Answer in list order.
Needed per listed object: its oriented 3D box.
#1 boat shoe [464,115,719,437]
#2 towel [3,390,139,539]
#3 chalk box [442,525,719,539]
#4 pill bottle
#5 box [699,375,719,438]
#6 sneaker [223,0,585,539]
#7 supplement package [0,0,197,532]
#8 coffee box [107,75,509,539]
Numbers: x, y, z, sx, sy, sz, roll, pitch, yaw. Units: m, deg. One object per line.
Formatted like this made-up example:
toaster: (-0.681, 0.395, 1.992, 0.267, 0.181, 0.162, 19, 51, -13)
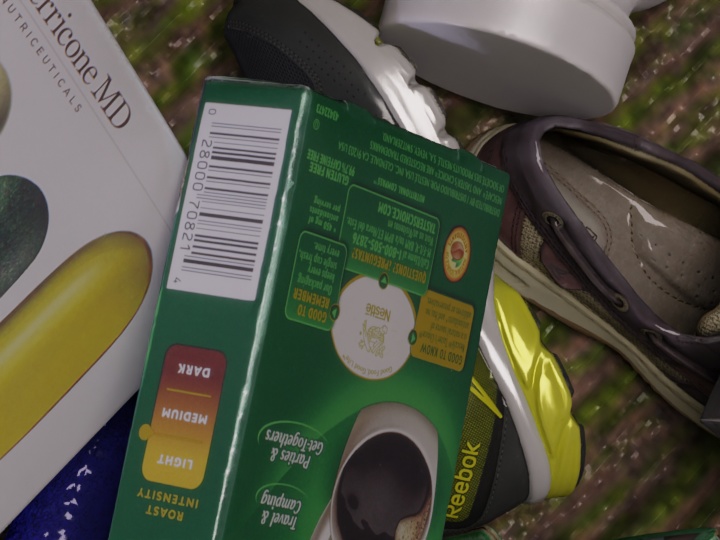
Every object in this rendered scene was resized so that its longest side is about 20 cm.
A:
boat shoe: (0.125, 0.008, 0.922, 0.199, 0.065, 0.072, 31, 73, -10)
towel: (-0.072, 0.146, 0.832, 0.147, 0.049, 0.201, 38, 63, -30)
chalk box: (0.091, 0.166, 0.862, 0.200, 0.124, 0.124, 46, 74, -3)
pill bottle: (0.073, -0.159, 0.907, 0.112, 0.112, 0.201, 19, 78, -11)
box: (0.218, 0.011, 0.918, 0.158, 0.050, 0.201, 40, 65, -26)
sneaker: (0.000, 0.000, 0.886, 0.084, 0.074, 0.201, -29, 90, -16)
supplement package: (-0.169, -0.005, 0.774, 0.200, 0.150, 0.152, -46, 136, -16)
coffee box: (-0.019, 0.053, 0.790, 0.123, 0.044, 0.201, 17, 82, -56)
